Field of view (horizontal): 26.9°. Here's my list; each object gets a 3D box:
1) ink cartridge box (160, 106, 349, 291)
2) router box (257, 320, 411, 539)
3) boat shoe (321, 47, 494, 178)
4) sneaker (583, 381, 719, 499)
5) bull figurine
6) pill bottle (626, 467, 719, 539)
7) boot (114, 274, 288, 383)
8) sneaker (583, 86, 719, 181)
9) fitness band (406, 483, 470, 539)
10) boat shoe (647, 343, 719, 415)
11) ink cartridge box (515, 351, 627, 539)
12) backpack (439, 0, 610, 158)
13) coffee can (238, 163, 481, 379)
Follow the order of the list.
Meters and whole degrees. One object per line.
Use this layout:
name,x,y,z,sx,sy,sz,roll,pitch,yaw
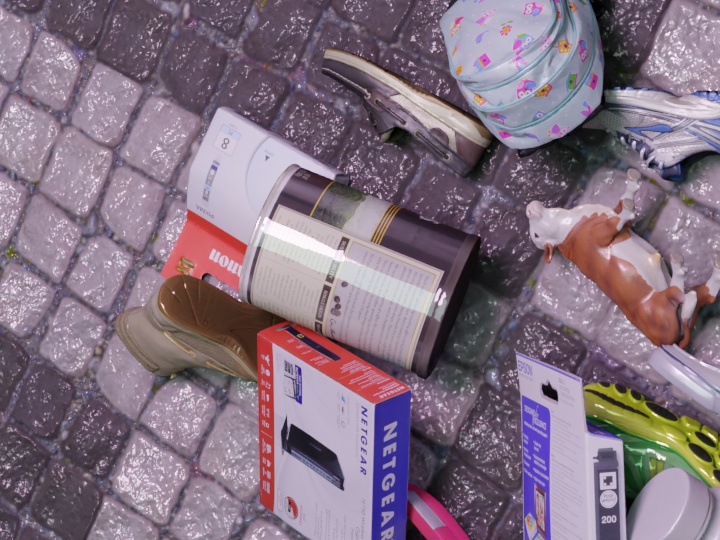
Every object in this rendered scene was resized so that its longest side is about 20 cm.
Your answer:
ink cartridge box,-0.122,-0.048,1.595,0.159,0.047,0.202,30,99,21
router box,-0.029,0.174,1.475,0.179,0.049,0.202,27,125,44
boat shoe,0.038,-0.159,1.512,0.199,0.072,0.067,29,96,17
sneaker,0.284,0.179,1.407,0.199,0.074,0.084,31,123,21
bull figurine,0.247,-0.015,1.411,0.200,0.065,0.122,44,139,11
pill bottle,0.329,0.259,1.307,0.199,0.111,0.111,35,105,-15
boot,-0.153,0.084,1.588,0.155,0.199,0.073,-27,39,56
sneaker,0.277,-0.127,1.404,0.198,0.077,0.086,7,96,24
fitness band,0.056,0.303,1.486,0.200,0.037,0.145,50,128,33
boat shoe,0.361,0.112,1.371,0.199,0.074,0.067,32,97,8
ink cartridge box,0.190,0.182,1.368,0.043,0.198,0.203,-5,95,-10
backpack,0.148,-0.201,1.395,0.166,0.126,0.201,-36,34,23
coffee can,0.000,0.000,1.462,0.198,0.146,0.148,22,98,8
